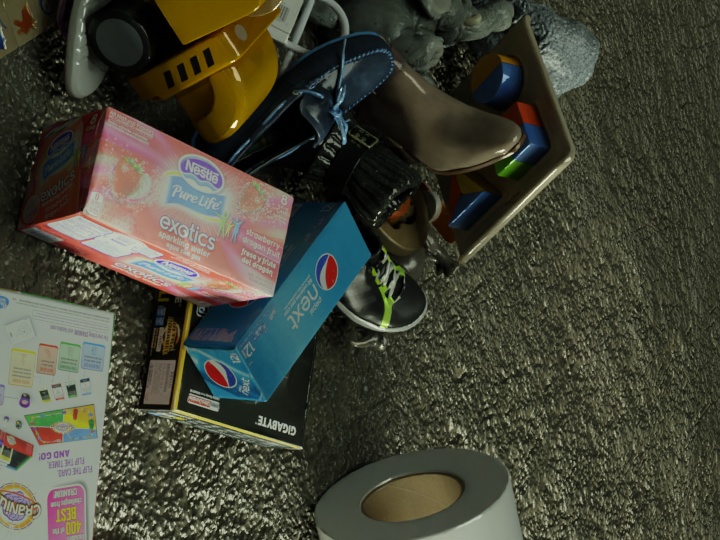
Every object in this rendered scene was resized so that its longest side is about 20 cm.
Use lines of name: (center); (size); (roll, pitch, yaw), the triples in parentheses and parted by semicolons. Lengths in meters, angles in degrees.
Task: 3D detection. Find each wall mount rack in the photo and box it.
wall mount rack: (-0.102, -0.263, 1.504); (0.200, 0.075, 0.174); (26, 66, -14)

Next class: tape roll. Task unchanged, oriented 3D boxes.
tape roll: (0.065, 0.284, 1.671); (0.203, 0.202, 0.140); (-37, 119, -51)

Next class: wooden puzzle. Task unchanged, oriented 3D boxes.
wooden puzzle: (0.126, -0.135, 1.681); (0.046, 0.185, 0.200); (13, 49, -31)

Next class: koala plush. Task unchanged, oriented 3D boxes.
koala plush: (0.161, -0.192, 1.880); (0.177, 0.183, 0.200); (32, 75, -51)

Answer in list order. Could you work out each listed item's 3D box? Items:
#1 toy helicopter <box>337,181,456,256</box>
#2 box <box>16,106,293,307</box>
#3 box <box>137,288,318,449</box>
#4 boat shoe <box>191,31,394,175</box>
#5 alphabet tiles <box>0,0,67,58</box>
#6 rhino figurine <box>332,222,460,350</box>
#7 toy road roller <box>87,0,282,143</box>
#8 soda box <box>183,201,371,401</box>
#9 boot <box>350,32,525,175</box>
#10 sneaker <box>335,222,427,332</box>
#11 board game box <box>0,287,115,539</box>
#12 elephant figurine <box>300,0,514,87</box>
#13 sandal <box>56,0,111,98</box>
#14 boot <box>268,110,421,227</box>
toy helicopter: (0.043, -0.104, 1.755); (0.132, 0.079, 0.200); (26, 51, -32)
box: (-0.166, -0.048, 1.376); (0.200, 0.102, 0.095); (25, 68, -37)
box: (-0.116, 0.070, 1.540); (0.200, 0.049, 0.160); (26, 65, -53)
boat shoe: (-0.049, -0.132, 1.461); (0.200, 0.069, 0.084); (-36, 138, -5)
alphabet tiles: (-0.299, -0.251, 1.306); (0.200, 0.006, 0.167); (-47, 128, -47)
rhino figurine: (0.032, 0.016, 1.749); (0.087, 0.060, 0.200); (46, 47, -10)
toy road roller: (-0.106, -0.197, 1.360); (0.146, 0.200, 0.123); (55, 35, -19)
soda box: (-0.072, 0.025, 1.498); (0.200, 0.064, 0.068); (-54, 131, -36)
boot: (0.051, -0.167, 1.622); (0.146, 0.200, 0.070); (52, 58, -27)
sneaker: (0.000, 0.000, 1.639); (0.200, 0.083, 0.072); (30, 62, -30)
board game box: (-0.267, 0.120, 1.313); (0.153, 0.040, 0.201); (18, 74, -55)
elephant figurine: (0.056, -0.270, 1.742); (0.200, 0.141, 0.155); (-58, 149, -31)
sandal: (-0.224, -0.244, 1.374); (0.082, 0.050, 0.203); (-3, 104, -73)
boot: (-0.038, -0.101, 1.567); (0.158, 0.079, 0.211); (51, 36, 6)
